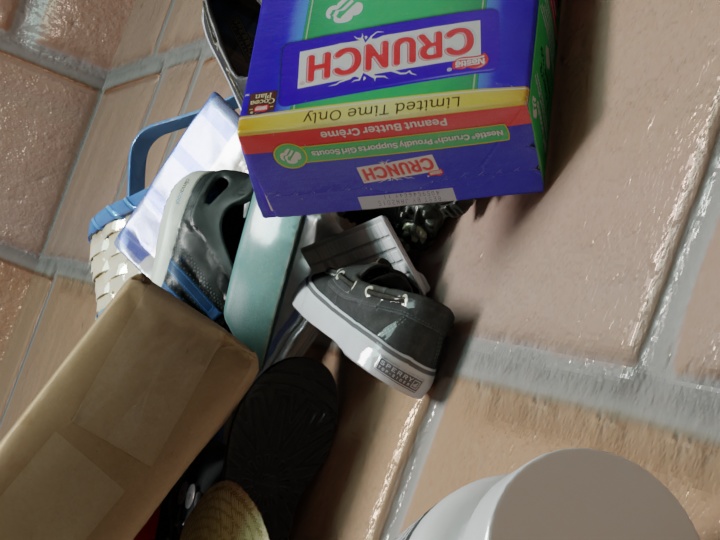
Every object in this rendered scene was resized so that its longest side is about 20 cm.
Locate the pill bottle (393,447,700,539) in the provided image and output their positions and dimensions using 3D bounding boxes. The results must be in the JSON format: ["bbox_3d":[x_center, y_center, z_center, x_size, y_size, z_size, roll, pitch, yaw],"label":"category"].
[{"bbox_3d":[0.054,0.151,1.032,0.200,0.116,0.116,133,155,-57],"label":"pill bottle"}]

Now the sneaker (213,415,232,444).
[{"bbox_3d":[-0.160,0.172,1.944,0.200,0.080,0.146,-65,8,-6],"label":"sneaker"}]

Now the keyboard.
[{"bbox_3d":[0.000,0.000,1.634,0.011,0.056,0.200,-35,5,-16],"label":"keyboard"}]

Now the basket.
[{"bbox_3d":[-0.126,-0.035,1.948,0.176,0.139,0.201,-17,64,46],"label":"basket"}]

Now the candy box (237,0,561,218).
[{"bbox_3d":[0.027,-0.131,1.458,0.077,0.169,0.200,70,-160,-46],"label":"candy box"}]

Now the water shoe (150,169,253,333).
[{"bbox_3d":[-0.104,0.027,1.745,0.079,0.071,0.201,0,80,34],"label":"water shoe"}]

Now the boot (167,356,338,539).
[{"bbox_3d":[-0.078,0.136,1.730,0.200,0.065,0.165,170,122,-80],"label":"boot"}]

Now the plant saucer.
[{"bbox_3d":[-0.054,-0.035,1.651,0.200,0.036,0.201,-165,90,-89],"label":"plant saucer"}]

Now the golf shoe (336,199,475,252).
[{"bbox_3d":[0.041,-0.070,1.564,0.088,0.077,0.200,-57,14,-23],"label":"golf shoe"}]

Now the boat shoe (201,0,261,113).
[{"bbox_3d":[-0.064,-0.143,1.869,0.066,0.070,0.200,73,172,-64],"label":"boat shoe"}]

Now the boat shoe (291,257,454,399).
[{"bbox_3d":[0.013,0.025,1.524,0.057,0.069,0.200,-60,19,4],"label":"boat shoe"}]

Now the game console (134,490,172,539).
[{"bbox_3d":[-0.186,0.139,1.829,0.172,0.119,0.201,-10,64,50],"label":"game console"}]

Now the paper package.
[{"bbox_3d":[-0.167,0.118,1.612,0.200,0.103,0.191,-53,1,-12],"label":"paper package"}]

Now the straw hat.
[{"bbox_3d":[-0.125,0.228,1.577,0.201,0.085,0.202,-177,90,-66],"label":"straw hat"}]

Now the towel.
[{"bbox_3d":[-0.090,-0.014,1.804,0.147,0.024,0.200,-54,54,19],"label":"towel"}]
